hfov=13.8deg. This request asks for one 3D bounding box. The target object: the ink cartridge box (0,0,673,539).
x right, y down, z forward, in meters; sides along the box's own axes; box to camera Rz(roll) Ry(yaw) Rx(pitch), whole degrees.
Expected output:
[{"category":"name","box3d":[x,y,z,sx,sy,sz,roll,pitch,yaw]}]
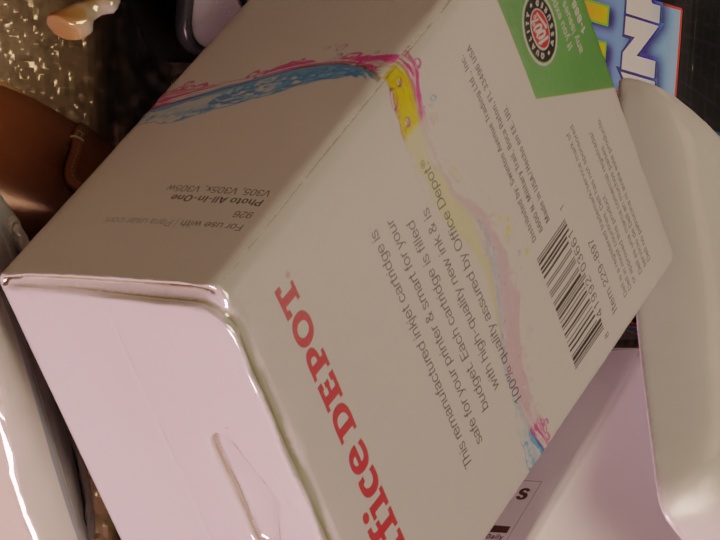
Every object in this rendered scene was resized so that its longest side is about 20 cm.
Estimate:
[{"category":"ink cartridge box","box3d":[0.000,0.000,0.888,0.200,0.087,0.146,-54,133,-40]}]

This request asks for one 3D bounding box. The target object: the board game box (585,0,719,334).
[{"category":"board game box","box3d":[0.073,-0.087,1.082,0.165,0.057,0.201,12,80,-42]}]

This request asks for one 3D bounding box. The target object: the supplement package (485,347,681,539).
[{"category":"supplement package","box3d":[0.039,0.139,0.993,0.121,0.119,0.200,51,57,-27]}]

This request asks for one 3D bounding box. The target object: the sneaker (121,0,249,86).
[{"category":"sneaker","box3d":[-0.081,-0.152,0.938,0.140,0.078,0.200,-34,95,-24]}]

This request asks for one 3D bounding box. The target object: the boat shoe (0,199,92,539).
[{"category":"boat shoe","box3d":[-0.110,0.069,0.888,0.069,0.072,0.201,-56,135,-58]}]

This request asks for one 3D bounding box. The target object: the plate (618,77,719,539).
[{"category":"plate","box3d":[0.155,0.053,1.031,0.200,0.032,0.201,46,31,-38]}]

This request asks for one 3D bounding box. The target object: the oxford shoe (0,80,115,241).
[{"category":"oxford shoe","box3d":[-0.087,-0.017,0.926,0.200,0.071,0.072,24,75,-35]}]

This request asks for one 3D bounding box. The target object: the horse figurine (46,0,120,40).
[{"category":"horse figurine","box3d":[-0.103,-0.148,0.877,0.133,0.199,0.050,-58,162,-25]}]
